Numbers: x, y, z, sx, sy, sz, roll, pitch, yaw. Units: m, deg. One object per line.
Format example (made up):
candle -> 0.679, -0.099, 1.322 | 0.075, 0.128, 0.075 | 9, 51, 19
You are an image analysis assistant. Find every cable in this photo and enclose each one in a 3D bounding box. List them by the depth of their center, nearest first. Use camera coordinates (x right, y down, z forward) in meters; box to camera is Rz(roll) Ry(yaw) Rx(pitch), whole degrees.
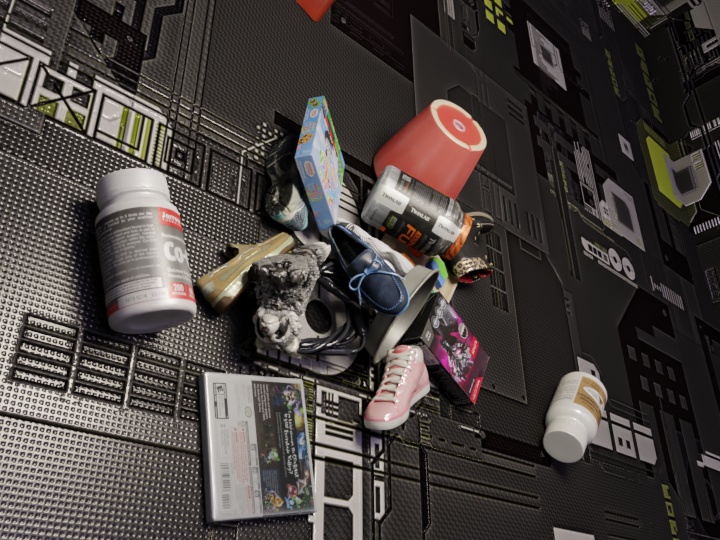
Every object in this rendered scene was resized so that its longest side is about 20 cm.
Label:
cable -> -0.081, 0.058, 1.135 | 0.198, 0.051, 0.165 | 6, 69, -28

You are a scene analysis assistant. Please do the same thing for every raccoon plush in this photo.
raccoon plush -> -0.092, 0.045, 1.070 | 0.199, 0.096, 0.136 | -21, 116, -49

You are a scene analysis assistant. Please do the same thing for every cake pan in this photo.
cake pan -> 0.069, 0.072, 1.223 | 0.037, 0.201, 0.200 | 35, 39, 12

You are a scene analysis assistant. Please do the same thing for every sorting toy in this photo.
sorting toy -> 0.119, -0.003, 1.425 | 0.200, 0.036, 0.186 | 49, 42, -15

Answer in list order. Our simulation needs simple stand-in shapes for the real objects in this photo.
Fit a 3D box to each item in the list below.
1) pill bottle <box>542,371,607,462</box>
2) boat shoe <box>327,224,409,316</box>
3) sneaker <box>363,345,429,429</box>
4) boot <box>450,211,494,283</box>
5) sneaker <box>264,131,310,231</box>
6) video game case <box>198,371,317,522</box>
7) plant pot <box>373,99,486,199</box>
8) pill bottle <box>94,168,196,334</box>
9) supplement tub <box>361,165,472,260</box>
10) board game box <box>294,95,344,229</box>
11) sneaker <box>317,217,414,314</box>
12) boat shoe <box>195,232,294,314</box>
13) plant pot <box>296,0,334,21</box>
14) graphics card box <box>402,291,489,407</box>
pill bottle -> 0.478, 0.329, 1.563 | 0.115, 0.114, 0.200 | 54, 41, -9
boat shoe -> 0.000, 0.000, 1.147 | 0.200, 0.084, 0.069 | 42, -1, 35
sneaker -> 0.058, 0.191, 1.201 | 0.200, 0.075, 0.106 | -29, 114, -57
boot -> 0.246, -0.052, 1.539 | 0.198, 0.073, 0.152 | -1, 57, -43
sneaker -> -0.120, -0.157, 1.243 | 0.086, 0.077, 0.202 | 47, 40, -46
video game case -> -0.147, 0.252, 1.009 | 0.180, 0.023, 0.202 | 13, 59, -42
plant pot -> 0.155, -0.241, 1.452 | 0.199, 0.178, 0.202 | 23, 41, -22
pill bottle -> -0.292, -0.027, 0.936 | 0.113, 0.113, 0.202 | 2, 68, -46
supplement tub -> 0.111, -0.109, 1.366 | 0.198, 0.123, 0.123 | 27, 47, -6
board game box -> -0.070, -0.195, 1.248 | 0.201, 0.036, 0.152 | -83, 161, -48
sneaker -> -0.011, -0.009, 1.249 | 0.199, 0.075, 0.116 | 31, 78, 7
boat shoe -> -0.179, -0.017, 1.094 | 0.076, 0.072, 0.200 | 43, 40, 1
plant pot -> -0.076, -0.701, 1.497 | 0.200, 0.175, 0.201 | 44, 43, -21
graphics card box -> 0.171, 0.155, 1.359 | 0.200, 0.051, 0.126 | 50, 46, -23
